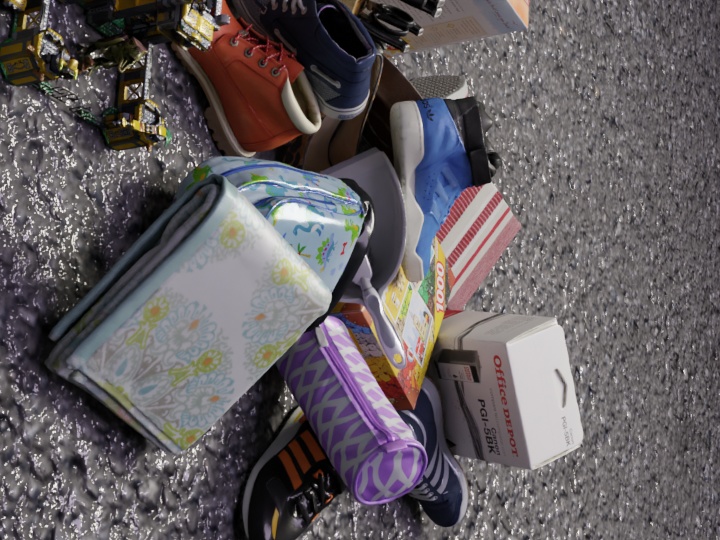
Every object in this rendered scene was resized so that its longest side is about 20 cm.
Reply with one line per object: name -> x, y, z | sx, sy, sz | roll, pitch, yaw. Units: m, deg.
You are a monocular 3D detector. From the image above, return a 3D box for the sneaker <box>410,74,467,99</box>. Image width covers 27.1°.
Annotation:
sneaker -> 0.081, -0.158, 1.771 | 0.201, 0.074, 0.106 | -62, 151, -59

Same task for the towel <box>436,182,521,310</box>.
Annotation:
towel -> 0.114, -0.045, 1.770 | 0.145, 0.023, 0.200 | -53, 145, -9

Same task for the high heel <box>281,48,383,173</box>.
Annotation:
high heel -> -0.017, -0.120, 1.474 | 0.071, 0.142, 0.203 | 0, 77, -36

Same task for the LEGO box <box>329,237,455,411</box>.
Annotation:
LEGO box -> 0.022, 0.028, 1.596 | 0.150, 0.076, 0.201 | 62, 33, -36

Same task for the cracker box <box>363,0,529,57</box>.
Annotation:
cracker box -> 0.070, -0.301, 1.636 | 0.134, 0.198, 0.058 | 40, 49, -53

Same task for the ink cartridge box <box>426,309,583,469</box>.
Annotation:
ink cartridge box -> 0.137, 0.128, 1.651 | 0.082, 0.199, 0.149 | -20, 102, -34

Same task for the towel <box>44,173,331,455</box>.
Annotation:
towel -> -0.136, 0.041, 1.198 | 0.200, 0.048, 0.171 | -44, 137, -2

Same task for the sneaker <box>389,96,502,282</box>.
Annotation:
sneaker -> 0.089, -0.080, 1.493 | 0.077, 0.110, 0.202 | -113, -163, -58

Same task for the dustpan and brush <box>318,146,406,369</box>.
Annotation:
dustpan and brush -> 0.000, 0.000, 1.450 | 0.057, 0.138, 0.202 | -95, 161, -81

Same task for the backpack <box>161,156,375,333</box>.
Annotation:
backpack -> -0.087, -0.024, 1.324 | 0.199, 0.154, 0.164 | 25, 101, -39

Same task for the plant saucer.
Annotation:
plant saucer -> 0.032, -0.157, 1.588 | 0.032, 0.200, 0.201 | -38, 127, -13

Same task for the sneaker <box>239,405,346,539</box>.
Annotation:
sneaker -> -0.043, 0.192, 1.411 | 0.071, 0.089, 0.201 | 68, 30, -27

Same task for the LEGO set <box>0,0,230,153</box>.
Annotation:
LEGO set -> -0.185, -0.188, 1.194 | 0.200, 0.115, 0.155 | 44, 46, -51

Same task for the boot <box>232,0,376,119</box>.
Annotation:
boot -> -0.051, -0.242, 1.407 | 0.072, 0.091, 0.200 | -31, 71, -26

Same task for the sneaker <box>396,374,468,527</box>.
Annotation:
sneaker -> 0.057, 0.221, 1.628 | 0.109, 0.069, 0.202 | -49, 132, -47

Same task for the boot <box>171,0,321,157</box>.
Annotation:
boot -> -0.106, -0.201, 1.370 | 0.201, 0.106, 0.075 | 65, 34, -29

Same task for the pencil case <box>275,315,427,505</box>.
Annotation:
pencil case -> -0.010, 0.123, 1.391 | 0.083, 0.201, 0.086 | -10, 134, -27

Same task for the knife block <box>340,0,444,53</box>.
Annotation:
knife block -> -0.015, -0.306, 1.481 | 0.202, 0.174, 0.064 | 65, 31, -19
